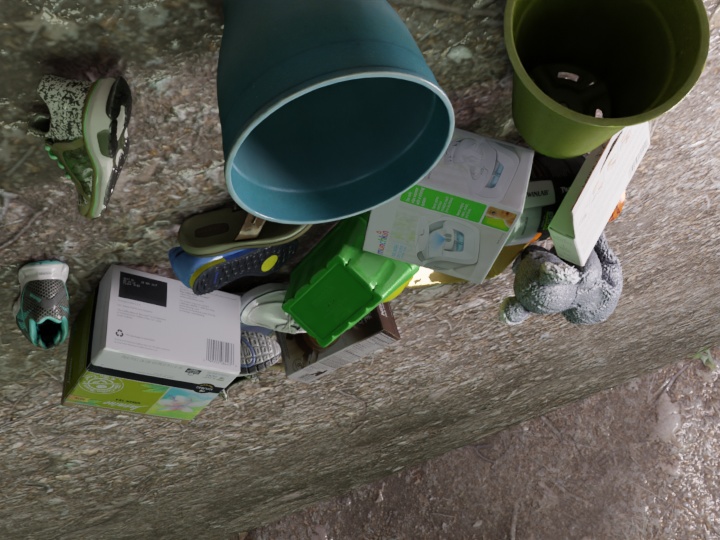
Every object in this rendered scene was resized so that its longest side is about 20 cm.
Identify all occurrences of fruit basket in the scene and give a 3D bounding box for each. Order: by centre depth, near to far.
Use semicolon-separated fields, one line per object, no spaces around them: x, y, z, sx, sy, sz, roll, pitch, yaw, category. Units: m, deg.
0.000;0.000;1.154;0.216;0.155;0.216;-46;-173;8;fruit basket

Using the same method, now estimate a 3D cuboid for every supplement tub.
0.274;-0.106;1.095;0.197;0.124;0.123;-9;154;-20;supplement tub

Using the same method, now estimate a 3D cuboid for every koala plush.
0.328;0.018;1.264;0.199;0.185;0.177;-14;158;-47;koala plush

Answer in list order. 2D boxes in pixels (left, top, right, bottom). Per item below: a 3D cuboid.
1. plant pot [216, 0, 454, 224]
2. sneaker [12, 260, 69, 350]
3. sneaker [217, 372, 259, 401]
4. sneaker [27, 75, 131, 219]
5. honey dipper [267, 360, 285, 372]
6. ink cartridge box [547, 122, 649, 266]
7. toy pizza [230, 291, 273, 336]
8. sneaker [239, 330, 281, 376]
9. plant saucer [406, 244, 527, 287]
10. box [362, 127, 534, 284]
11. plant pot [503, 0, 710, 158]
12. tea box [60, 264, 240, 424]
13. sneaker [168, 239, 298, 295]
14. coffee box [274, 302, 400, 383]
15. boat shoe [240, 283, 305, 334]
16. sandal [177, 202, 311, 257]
-0.039;-0.176;0.667;0.197;0.190;0.201;-14;156;-7;plant pot
-0.428;0.071;1.020;0.076;0.092;0.201;-6;152;-22;sneaker
-0.271;0.201;1.390;0.197;0.090;0.077;-22;155;8;sneaker
-0.282;-0.129;0.754;0.087;0.078;0.201;19;145;-10;sneaker
-0.219;0.166;1.344;0.197;0.039;0.038;0;156;6;honey dipper
0.304;-0.128;0.962;0.202;0.044;0.176;-59;151;-9;ink cartridge box
-0.220;0.081;1.251;0.197;0.032;0.201;-14;154;-7;toy pizza
-0.231;0.152;1.286;0.197;0.076;0.087;-10;166;0;sneaker
0.182;-0.048;1.241;0.197;0.049;0.200;-6;153;-25;plant saucer
0.103;-0.088;0.962;0.174;0.098;0.201;16;154;0;box
0.239;-0.211;0.815;0.197;0.203;0.190;-17;167;-2;plant pot
-0.304;0.116;1.103;0.198;0.135;0.197;16;141;-30;tea box
-0.172;-0.029;1.042;0.199;0.078;0.066;-19;145;-44;sneaker
-0.043;0.101;1.314;0.198;0.114;0.080;-28;154;18;coffee box
-0.108;0.066;1.197;0.198;0.065;0.074;-3;128;-45;boat shoe
-0.138;-0.070;0.954;0.198;0.081;0.058;-17;141;-1;sandal
